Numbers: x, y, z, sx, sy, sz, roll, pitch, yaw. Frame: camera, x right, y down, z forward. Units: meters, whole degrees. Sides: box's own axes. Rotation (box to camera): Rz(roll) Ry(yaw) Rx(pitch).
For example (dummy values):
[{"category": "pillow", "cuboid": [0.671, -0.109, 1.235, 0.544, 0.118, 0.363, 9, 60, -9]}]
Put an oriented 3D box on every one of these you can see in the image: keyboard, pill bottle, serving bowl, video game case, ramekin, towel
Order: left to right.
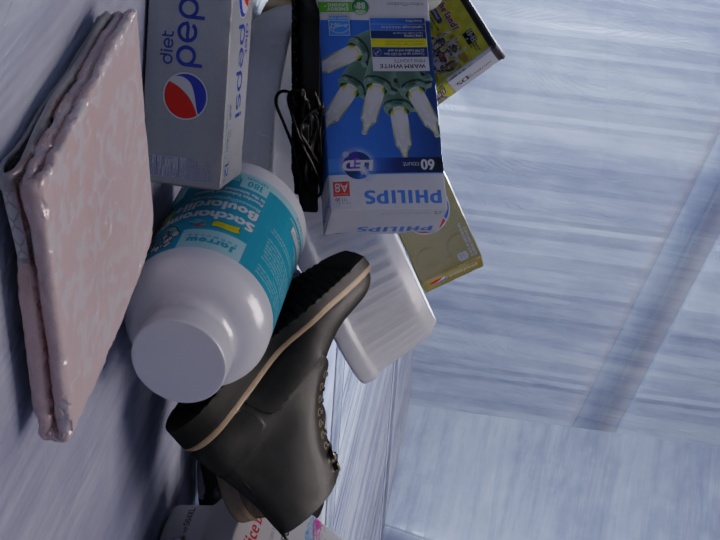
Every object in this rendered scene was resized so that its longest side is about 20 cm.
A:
[{"category": "towel", "cuboid": [-0.168, -0.031, 0.930, 0.201, 0.032, 0.193, -76, 169, -52]}, {"category": "pill bottle", "cuboid": [-0.109, 0.011, 1.134, 0.201, 0.109, 0.112, -74, 169, -57]}, {"category": "serving bowl", "cuboid": [-0.088, -0.138, 1.362, 0.200, 0.065, 0.203, 6, 90, -83]}, {"category": "keyboard", "cuboid": [-0.057, -0.142, 1.270, 0.105, 0.039, 0.202, -111, -163, -50]}, {"category": "ramekin", "cuboid": [0.000, 0.000, 1.487, 0.202, 0.093, 0.204, -25, 90, -88]}, {"category": "video game case", "cuboid": [0.022, -0.220, 1.464, 0.025, 0.180, 0.201, 40, 19, -51]}]

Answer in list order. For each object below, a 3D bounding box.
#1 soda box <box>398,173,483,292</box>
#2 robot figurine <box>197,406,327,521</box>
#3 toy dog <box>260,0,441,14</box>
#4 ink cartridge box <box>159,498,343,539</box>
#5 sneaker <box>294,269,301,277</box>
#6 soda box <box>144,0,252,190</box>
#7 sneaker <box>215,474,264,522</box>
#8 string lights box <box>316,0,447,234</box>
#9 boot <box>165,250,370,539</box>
[{"category": "soda box", "cuboid": [0.052, -0.086, 1.514, 0.064, 0.067, 0.202, 51, 15, -79]}, {"category": "robot figurine", "cuboid": [-0.094, 0.179, 1.419, 0.125, 0.149, 0.202, 41, -42, 45]}, {"category": "toy dog", "cuboid": [-0.018, -0.282, 1.423, 0.097, 0.198, 0.133, 51, 37, -37]}, {"category": "ink cartridge box", "cuboid": [-0.084, 0.282, 1.293, 0.125, 0.200, 0.129, -42, -165, 27]}, {"category": "sneaker", "cuboid": [-0.080, 0.029, 1.519, 0.200, 0.087, 0.076, -72, 166, -65]}, {"category": "soda box", "cuboid": [-0.116, -0.165, 1.099, 0.068, 0.063, 0.203, -56, 152, -73]}, {"category": "sneaker", "cuboid": [-0.094, 0.099, 1.245, 0.070, 0.075, 0.203, 6, 66, -81]}, {"category": "string lights box", "cuboid": [0.014, -0.135, 1.314, 0.059, 0.101, 0.203, 111, -25, -69]}, {"category": "boot", "cuboid": [-0.038, 0.097, 1.191, 0.200, 0.139, 0.077, -44, -160, -9]}]
